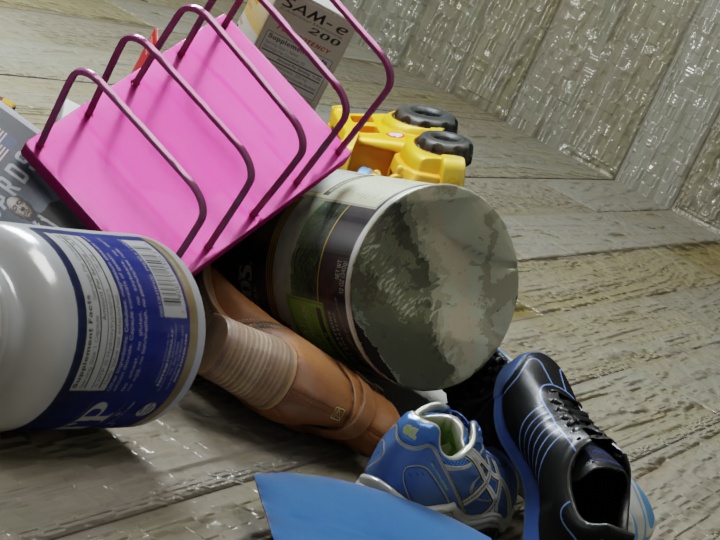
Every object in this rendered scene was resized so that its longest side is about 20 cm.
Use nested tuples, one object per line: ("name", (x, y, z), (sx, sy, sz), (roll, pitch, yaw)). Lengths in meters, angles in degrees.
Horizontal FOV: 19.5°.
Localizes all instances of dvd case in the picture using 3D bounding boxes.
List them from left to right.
("dvd case", (-0.214, -0.025, 1.387), (0.199, 0.025, 0.151), (37, 40, -7))

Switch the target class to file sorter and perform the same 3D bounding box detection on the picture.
("file sorter", (-0.096, -0.106, 1.405), (0.139, 0.126, 0.200), (48, 54, 6))

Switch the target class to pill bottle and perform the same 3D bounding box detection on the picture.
("pill bottle", (-0.191, 0.033, 1.207), (0.119, 0.120, 0.200), (32, 14, 29))

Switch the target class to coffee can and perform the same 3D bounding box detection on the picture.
("coffee can", (0.000, 0.000, 1.540), (0.146, 0.147, 0.200), (17, -3, -34))

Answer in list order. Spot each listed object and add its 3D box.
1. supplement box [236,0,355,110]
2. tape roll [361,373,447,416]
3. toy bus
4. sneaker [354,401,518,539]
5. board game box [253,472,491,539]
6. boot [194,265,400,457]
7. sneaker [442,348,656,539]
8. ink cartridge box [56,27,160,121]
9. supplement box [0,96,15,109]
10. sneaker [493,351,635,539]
("supplement box", (-0.085, -0.142, 1.729), (0.073, 0.201, 0.126), (25, 11, -15))
("tape roll", (0.085, 0.109, 1.641), (0.202, 0.037, 0.203), (25, 12, -6))
("toy bus", (0.009, -0.100, 2.191), (0.190, 0.137, 0.200), (8, 19, -13))
("sneaker", (0.064, 0.133, 1.402), (0.075, 0.077, 0.200), (28, 10, 22))
("board game box", (0.012, 0.175, 1.219), (0.157, 0.039, 0.200), (17, 10, -13))
("boot", (-0.060, 0.068, 1.476), (0.154, 0.074, 0.200), (28, 9, -24))
("sneaker", (0.134, 0.130, 1.518), (0.200, 0.072, 0.072), (48, 19, 19))
("ink cartridge box", (-0.209, -0.098, 1.586), (0.044, 0.177, 0.200), (25, 11, -12))
("supplement box", (-0.369, -0.117, 1.562), (0.199, 0.086, 0.110), (23, 12, -8))
("sneaker", (0.142, 0.124, 1.406), (0.070, 0.078, 0.201), (19, 42, -28))
